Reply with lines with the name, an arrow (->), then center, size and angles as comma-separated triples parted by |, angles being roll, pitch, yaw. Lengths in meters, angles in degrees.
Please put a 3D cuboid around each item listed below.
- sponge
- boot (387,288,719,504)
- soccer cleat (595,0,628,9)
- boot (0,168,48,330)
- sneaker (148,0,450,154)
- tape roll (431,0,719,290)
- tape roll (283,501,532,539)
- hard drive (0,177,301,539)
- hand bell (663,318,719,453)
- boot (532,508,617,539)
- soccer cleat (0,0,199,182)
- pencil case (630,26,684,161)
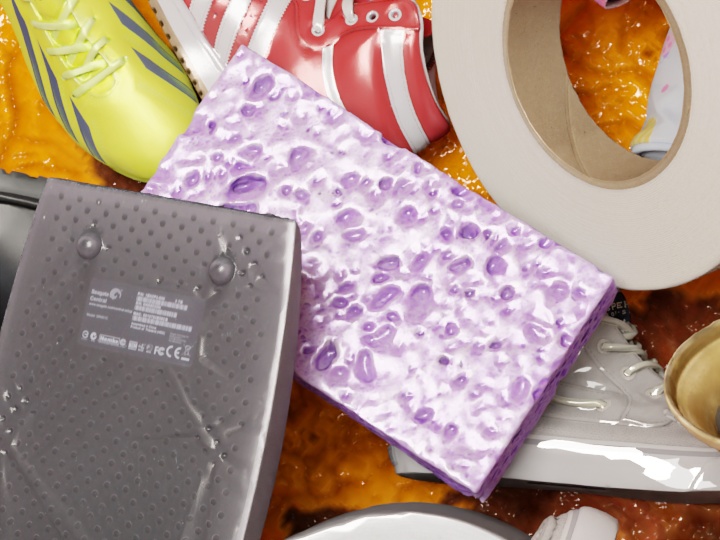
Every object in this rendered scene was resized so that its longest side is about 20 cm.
sponge -> 0.000, 0.000, 1.108 | 0.200, 0.030, 0.112 | 33, 82, 14
boot -> 0.113, 0.050, 1.122 | 0.200, 0.074, 0.096 | 4, 81, 8
soccer cleat -> 0.095, -0.155, 1.144 | 0.200, 0.067, 0.077 | 16, 102, 45
boot -> -0.154, 0.045, 1.159 | 0.200, 0.076, 0.168 | 9, 75, 4
sneaker -> -0.034, -0.125, 1.184 | 0.112, 0.071, 0.200 | -31, 82, 4
tape roll -> 0.111, -0.090, 1.084 | 0.037, 0.203, 0.203 | -21, 71, -38
tape roll -> 0.019, 0.200, 1.087 | 0.200, 0.066, 0.201 | 0, 89, 7
hard drive -> -0.094, 0.069, 1.070 | 0.135, 0.042, 0.200 | 10, 86, 25
hand bell -> 0.188, 0.122, 1.056 | 0.104, 0.200, 0.104 | -9, 32, 5
boot -> 0.019, 0.168, 1.009 | 0.096, 0.074, 0.200 | 28, 94, 4
soccer cleat -> -0.140, -0.126, 1.193 | 0.065, 0.084, 0.200 | -32, 75, 0
pencil case -> 0.183, -0.127, 1.149 | 0.091, 0.083, 0.200 | 10, 78, 26
